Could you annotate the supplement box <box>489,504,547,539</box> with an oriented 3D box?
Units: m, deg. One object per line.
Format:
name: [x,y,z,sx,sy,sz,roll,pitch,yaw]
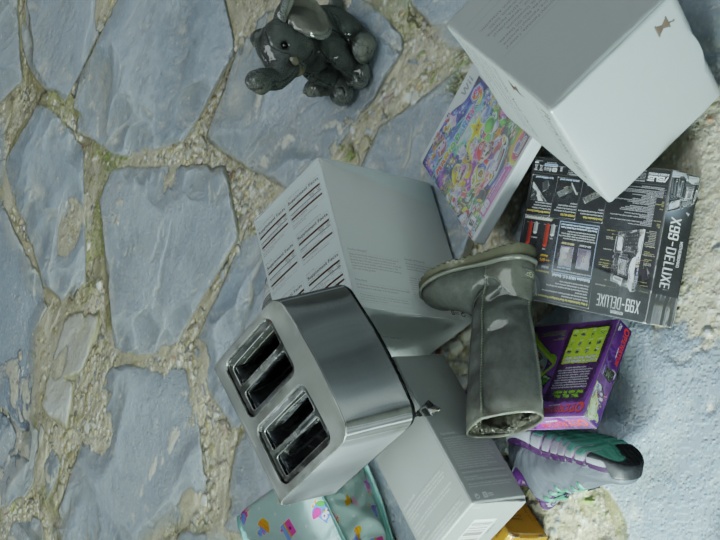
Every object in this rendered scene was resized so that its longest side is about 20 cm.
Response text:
supplement box: [0.127,0.248,1.502,0.069,0.066,0.201,-59,44,24]

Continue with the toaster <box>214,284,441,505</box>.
toaster: [-0.046,0.131,1.423,0.200,0.118,0.182,-46,66,39]

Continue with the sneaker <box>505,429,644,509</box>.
sneaker: [0.227,0.217,1.398,0.199,0.073,0.089,11,101,61]

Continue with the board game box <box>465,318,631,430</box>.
board game box: [0.195,0.116,1.432,0.199,0.032,0.121,-9,44,52]

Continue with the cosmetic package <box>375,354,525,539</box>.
cosmetic package: [0.082,0.200,1.440,0.107,0.089,0.202,-55,46,36]

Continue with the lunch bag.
lunch bag: [-0.043,0.355,1.645,0.170,0.121,0.202,-37,67,35]

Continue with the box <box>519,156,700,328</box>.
box: [0.258,-0.034,1.414,0.199,0.049,0.160,11,91,50]

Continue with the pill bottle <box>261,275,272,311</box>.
pill bottle: [-0.072,0.049,1.703,0.113,0.112,0.202,-38,34,39]

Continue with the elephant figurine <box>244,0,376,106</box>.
elephant figurine: [-0.085,-0.304,1.757,0.155,0.198,0.143,34,109,47]

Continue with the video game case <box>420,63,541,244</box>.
video game case: [0.140,-0.142,1.563,0.144,0.018,0.201,-61,29,22]

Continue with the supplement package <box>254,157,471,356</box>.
supplement package: [0.000,0.000,1.603,0.147,0.189,0.203,-39,55,39]

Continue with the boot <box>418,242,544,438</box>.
boot: [0.130,0.085,1.440,0.181,0.072,0.203,-25,60,48]

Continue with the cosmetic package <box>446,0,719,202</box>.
cosmetic package: [0.228,-0.219,1.357,0.166,0.167,0.200,-43,46,2]
